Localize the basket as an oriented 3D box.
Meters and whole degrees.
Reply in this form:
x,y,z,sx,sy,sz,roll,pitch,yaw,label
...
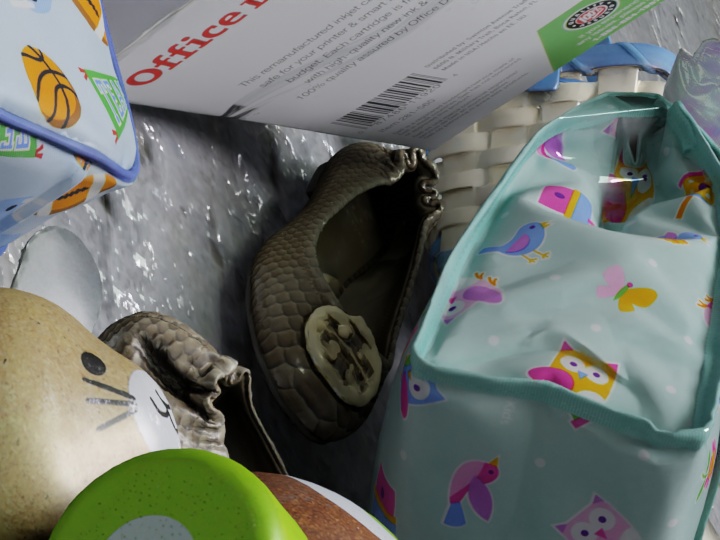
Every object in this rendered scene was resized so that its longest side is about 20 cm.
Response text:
x,y,z,sx,sy,sz,roll,pitch,yaw,label
0.097,-0.044,1.157,0.176,0.139,0.200,63,23,-53,basket

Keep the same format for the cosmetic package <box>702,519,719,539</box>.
x,y,z,sx,sy,sz,roll,pitch,yaw,label
0.099,0.190,0.972,0.087,0.103,0.200,59,22,-23,cosmetic package

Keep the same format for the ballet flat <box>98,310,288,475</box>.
x,y,z,sx,sy,sz,roll,pitch,yaw,label
-0.024,0.098,0.842,0.200,0.046,0.067,61,21,-13,ballet flat

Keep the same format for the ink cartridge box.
x,y,z,sx,sy,sz,roll,pitch,yaw,label
0.000,-0.118,0.931,0.200,0.146,0.084,7,60,-48,ink cartridge box

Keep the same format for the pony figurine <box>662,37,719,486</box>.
x,y,z,sx,sy,sz,roll,pitch,yaw,label
0.176,-0.004,1.023,0.193,0.166,0.200,129,-23,-76,pony figurine

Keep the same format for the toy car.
x,y,z,sx,sy,sz,roll,pitch,yaw,label
-0.069,0.052,0.630,0.164,0.158,0.200,56,16,-55,toy car

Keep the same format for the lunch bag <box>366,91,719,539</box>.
x,y,z,sx,sy,sz,roll,pitch,yaw,label
0.075,0.049,0.932,0.200,0.122,0.171,-66,169,-54,lunch bag

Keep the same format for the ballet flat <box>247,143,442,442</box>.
x,y,z,sx,sy,sz,roll,pitch,yaw,label
0.000,0.000,0.991,0.067,0.046,0.200,61,20,-17,ballet flat

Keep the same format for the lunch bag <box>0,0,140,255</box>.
x,y,z,sx,sy,sz,roll,pitch,yaw,label
-0.144,-0.092,0.718,0.200,0.076,0.160,25,42,-60,lunch bag
